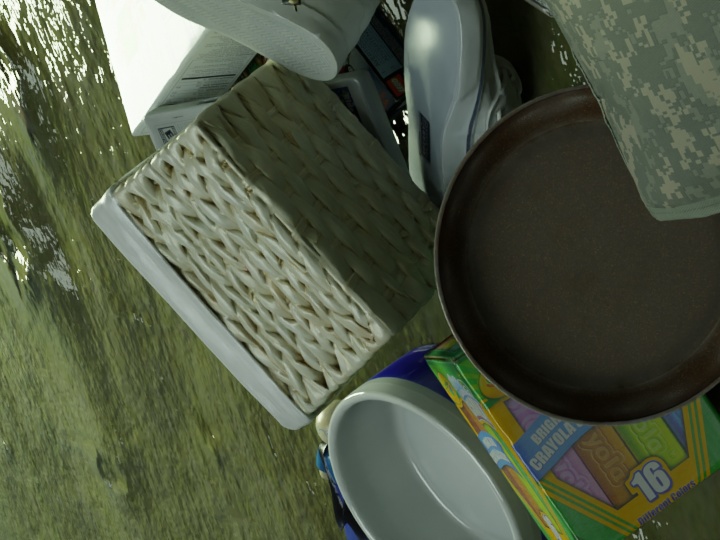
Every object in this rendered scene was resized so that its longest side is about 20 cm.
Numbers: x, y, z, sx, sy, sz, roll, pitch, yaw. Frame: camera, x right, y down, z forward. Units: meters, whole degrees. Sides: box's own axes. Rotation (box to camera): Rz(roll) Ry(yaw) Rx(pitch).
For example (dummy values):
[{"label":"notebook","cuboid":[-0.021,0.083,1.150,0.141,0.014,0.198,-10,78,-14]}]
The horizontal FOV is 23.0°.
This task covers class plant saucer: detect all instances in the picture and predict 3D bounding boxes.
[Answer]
[{"label":"plant saucer","cuboid":[0.143,-0.009,1.046,0.200,0.200,0.032,54,180,1]}]

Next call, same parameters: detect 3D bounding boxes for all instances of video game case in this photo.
[{"label":"video game case","cuboid":[-0.050,-0.059,1.225,0.200,0.018,0.144,-5,116,39]}]

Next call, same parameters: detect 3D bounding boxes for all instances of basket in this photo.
[{"label":"basket","cuboid":[-0.047,-0.025,1.138,0.200,0.136,0.123,47,133,-2]}]

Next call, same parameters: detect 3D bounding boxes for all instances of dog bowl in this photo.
[{"label":"dog bowl","cuboid":[0.072,0.159,1.352,0.200,0.079,0.200,32,140,31]}]

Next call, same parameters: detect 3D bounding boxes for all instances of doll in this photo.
[{"label":"doll","cuboid":[0.004,0.200,1.499,0.136,0.048,0.201,18,127,55]}]

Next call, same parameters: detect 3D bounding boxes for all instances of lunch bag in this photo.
[{"label":"lunch bag","cuboid":[0.195,-0.123,0.916,0.200,0.118,0.164,-14,109,50]}]

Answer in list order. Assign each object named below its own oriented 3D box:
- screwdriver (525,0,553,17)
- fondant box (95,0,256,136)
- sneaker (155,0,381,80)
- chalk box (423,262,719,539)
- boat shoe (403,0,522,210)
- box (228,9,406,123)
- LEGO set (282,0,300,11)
[{"label":"screwdriver","cuboid":[0.049,-0.206,1.108,0.200,0.028,0.029,39,174,22]},{"label":"fondant box","cuboid":[-0.127,-0.203,1.257,0.200,0.058,0.145,-40,63,56]},{"label":"sneaker","cuboid":[-0.071,-0.212,1.126,0.200,0.116,0.074,31,156,8]},{"label":"chalk box","cuboid":[0.125,0.066,1.127,0.200,0.124,0.124,54,175,-1]},{"label":"boat shoe","cuboid":[0.070,-0.111,1.131,0.074,0.065,0.200,57,159,33]},{"label":"box","cuboid":[-0.044,-0.137,1.273,0.137,0.038,0.200,52,147,4]},{"label":"LEGO set","cuboid":[0.008,-0.253,1.014,0.116,0.199,0.154,-9,-102,-83]}]
